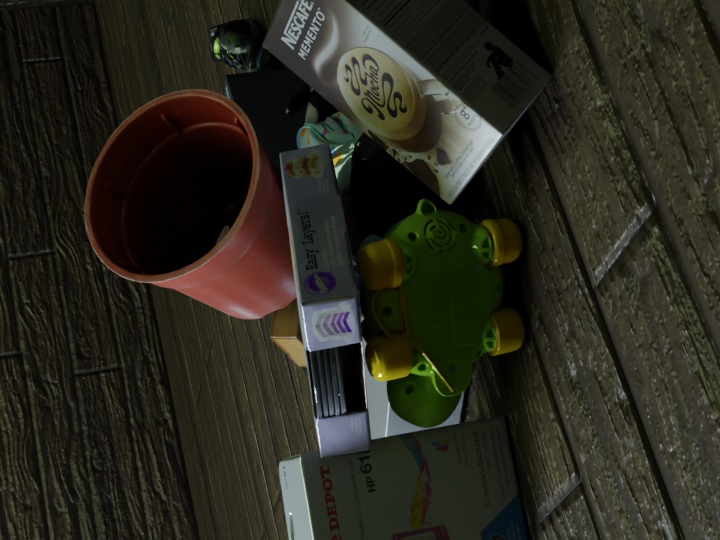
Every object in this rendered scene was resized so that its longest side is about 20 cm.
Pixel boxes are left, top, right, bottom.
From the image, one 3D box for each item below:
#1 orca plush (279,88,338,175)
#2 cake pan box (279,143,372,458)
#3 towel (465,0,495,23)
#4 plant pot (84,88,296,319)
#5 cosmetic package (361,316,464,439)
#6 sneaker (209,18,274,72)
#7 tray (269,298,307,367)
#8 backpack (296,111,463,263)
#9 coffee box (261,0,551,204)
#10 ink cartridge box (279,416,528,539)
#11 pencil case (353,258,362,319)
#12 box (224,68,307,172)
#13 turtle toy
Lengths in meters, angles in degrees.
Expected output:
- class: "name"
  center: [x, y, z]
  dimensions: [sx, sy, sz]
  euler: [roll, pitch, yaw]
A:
- class: "orca plush"
  center: [-0.029, -0.159, 1.304]
  dimensions: [0.105, 0.200, 0.071]
  euler: [37, 135, 1]
- class: "cake pan box"
  center: [-0.029, 0.028, 1.060]
  dimensions: [0.202, 0.051, 0.186]
  euler: [-102, 3, -46]
- class: "towel"
  center: [0.053, -0.295, 1.032]
  dimensions: [0.166, 0.084, 0.203]
  euler: [-119, 27, -49]
- class: "plant pot"
  center: [-0.146, -0.051, 1.298]
  dimensions: [0.195, 0.198, 0.203]
  euler: [40, -151, -58]
- class: "cosmetic package"
  center: [0.046, 0.135, 1.249]
  dimensions: [0.107, 0.089, 0.203]
  euler: [-115, 20, -51]
- class: "sneaker"
  center: [-0.169, -0.304, 1.773]
  dimensions: [0.200, 0.081, 0.072]
  euler: [-126, 32, -58]
- class: "tray"
  center: [-0.060, -0.002, 1.443]
  dimensions: [0.099, 0.036, 0.203]
  euler: [53, -140, -61]
- class: "backpack"
  center: [0.017, -0.089, 1.176]
  dimensions: [0.200, 0.124, 0.170]
  euler: [-130, 32, -66]
- class: "coffee box"
  center: [0.032, -0.163, 0.971]
  dimensions: [0.199, 0.080, 0.113]
  euler: [40, 149, 3]
- class: "ink cartridge box"
  center: [0.038, 0.219, 1.110]
  dimensions: [0.085, 0.197, 0.147]
  euler: [144, 117, -71]
- class: "pencil case"
  center: [0.000, 0.000, 1.355]
  dimensions: [0.090, 0.077, 0.203]
  euler: [78, 176, -64]
- class: "box"
  center: [-0.109, -0.122, 1.618]
  dimensions: [0.184, 0.102, 0.202]
  euler: [100, 156, -48]
- class: "turtle toy"
  center: [0.056, 0.039, 1.055]
  dimensions: [0.101, 0.143, 0.204]
  euler: [-153, 56, -63]
